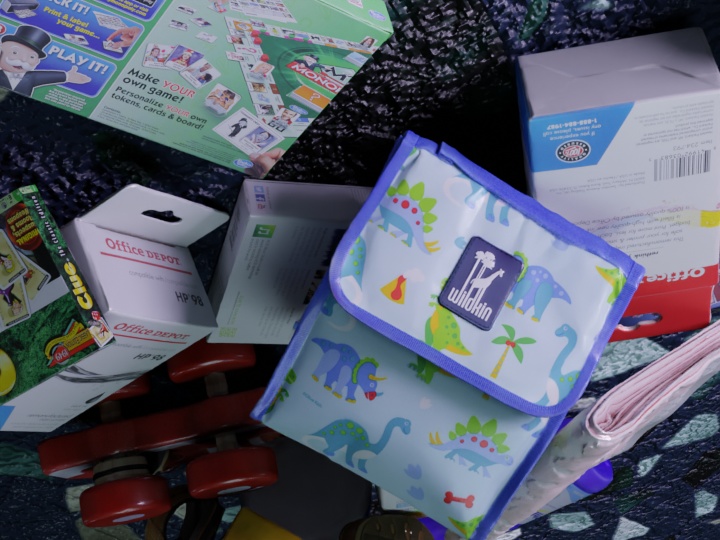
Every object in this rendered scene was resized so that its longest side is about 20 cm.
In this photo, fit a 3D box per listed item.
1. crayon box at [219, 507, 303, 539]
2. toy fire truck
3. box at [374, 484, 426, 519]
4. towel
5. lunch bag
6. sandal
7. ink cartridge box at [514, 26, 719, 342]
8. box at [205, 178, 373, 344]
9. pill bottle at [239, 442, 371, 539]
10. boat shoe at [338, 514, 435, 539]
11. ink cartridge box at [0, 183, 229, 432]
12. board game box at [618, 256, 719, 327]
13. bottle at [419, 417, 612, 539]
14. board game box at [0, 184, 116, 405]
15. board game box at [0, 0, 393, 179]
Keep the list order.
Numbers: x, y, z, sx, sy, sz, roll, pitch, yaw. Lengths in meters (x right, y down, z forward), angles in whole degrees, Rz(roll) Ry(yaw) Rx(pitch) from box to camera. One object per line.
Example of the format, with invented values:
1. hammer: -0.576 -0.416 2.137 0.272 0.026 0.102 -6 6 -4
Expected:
1. crayon box: -0.055 0.241 0.923 0.125 0.052 0.200 30 158 0
2. toy fire truck: -0.135 0.130 0.939 0.199 0.113 0.168 -15 163 5
3. box: 0.059 0.123 0.941 0.112 0.102 0.200 -10 159 -3
4. towel: 0.166 0.114 0.837 0.190 0.032 0.200 -25 160 -36
5. lunch bag: 0.053 0.038 0.748 0.169 0.128 0.201 30 110 -1
6. sandal: -0.143 0.199 0.973 0.054 0.200 0.082 19 106 -9
7. ink cartridge box: 0.165 -0.045 0.772 0.115 0.067 0.201 -8 134 5
8. box: 0.000 0.000 0.852 0.199 0.037 0.145 4 141 -19
9. pill bottle: -0.048 0.230 1.082 0.113 0.114 0.201 -8 144 -7
10. boat shoe: 0.031 0.244 0.995 0.067 0.072 0.200 -3 158 30
11. ink cartridge box: -0.177 0.031 0.781 0.199 0.067 0.116 -31 159 21
12. board game box: 0.202 0.029 0.901 0.199 0.035 0.135 -15 173 4
13. bottle: 0.135 0.208 1.148 0.199 0.066 0.083 -29 142 22
14. board game box: -0.249 0.041 0.728 0.199 0.105 0.023 -29 -178 21
15. board game box: -0.100 -0.127 0.652 0.199 0.029 0.135 18 134 -35
